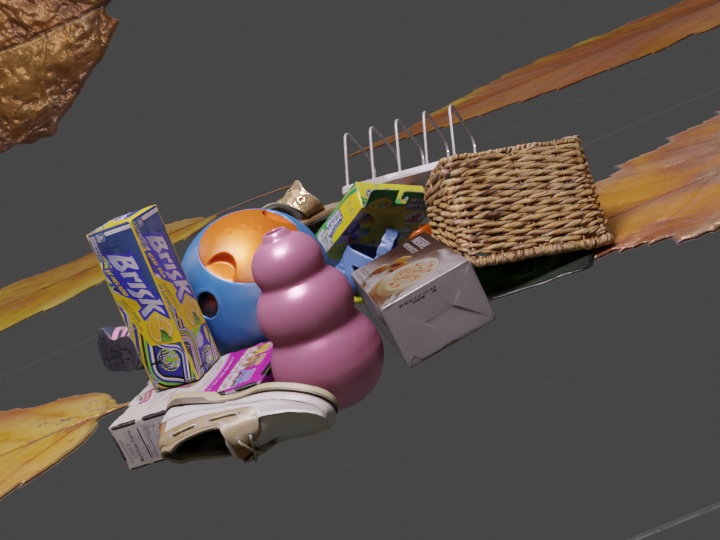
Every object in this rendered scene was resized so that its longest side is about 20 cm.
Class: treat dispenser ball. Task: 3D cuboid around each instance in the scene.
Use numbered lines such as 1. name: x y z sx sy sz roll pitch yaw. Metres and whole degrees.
1. treat dispenser ball: -0.133 0.022 1.354 0.200 0.202 0.201 -21 14 6

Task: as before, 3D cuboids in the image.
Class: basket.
1. basket: 0.190 -0.064 1.329 0.198 0.150 0.143 -11 -17 -14

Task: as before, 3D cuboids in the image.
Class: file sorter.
1. file sorter: 0.086 -0.173 1.730 0.199 0.125 0.139 -13 -26 21

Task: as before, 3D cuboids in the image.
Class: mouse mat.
1. mouse mat: 0.194 0.000 1.325 0.199 0.008 0.161 -20 15 17

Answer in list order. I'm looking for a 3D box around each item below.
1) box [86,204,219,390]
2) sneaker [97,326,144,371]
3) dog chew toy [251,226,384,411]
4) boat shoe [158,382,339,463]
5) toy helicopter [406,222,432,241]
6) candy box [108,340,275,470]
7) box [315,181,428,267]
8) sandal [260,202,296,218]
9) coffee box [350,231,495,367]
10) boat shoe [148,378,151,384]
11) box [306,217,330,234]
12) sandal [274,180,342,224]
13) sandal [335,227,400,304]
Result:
1. box: -0.238 0.032 1.229 0.064 0.201 0.070 -16 14 21
2. sneaker: -0.346 0.119 1.637 0.082 0.071 0.200 -11 9 -31
3. dog chew toy: -0.053 0.049 1.130 0.124 0.201 0.125 -20 14 5
4. boat shoe: -0.117 0.165 1.095 0.199 0.075 0.069 -9 45 23
5. toy helicopter: 0.010 -0.054 1.661 0.199 0.079 0.132 -29 9 -25
6. candy box: -0.173 0.151 1.227 0.199 0.061 0.136 -18 15 18
7. box: 0.012 -0.061 1.478 0.117 0.049 0.200 1 -31 -33
8. sandal: -0.124 -0.007 1.494 0.079 0.202 0.057 -3 28 -23
9. coffee box: 0.068 0.029 1.247 0.114 0.080 0.200 -28 15 -3
10. boat shoe: -0.259 0.111 1.489 0.073 0.068 0.199 -19 15 16
11. box: -0.149 -0.007 1.657 0.163 0.087 0.200 -13 7 34
12. sandal: -0.083 -0.108 1.643 0.210 0.070 0.078 -14 11 -19
13. sandal: 0.000 0.000 1.464 0.199 0.088 0.080 -21 16 16
